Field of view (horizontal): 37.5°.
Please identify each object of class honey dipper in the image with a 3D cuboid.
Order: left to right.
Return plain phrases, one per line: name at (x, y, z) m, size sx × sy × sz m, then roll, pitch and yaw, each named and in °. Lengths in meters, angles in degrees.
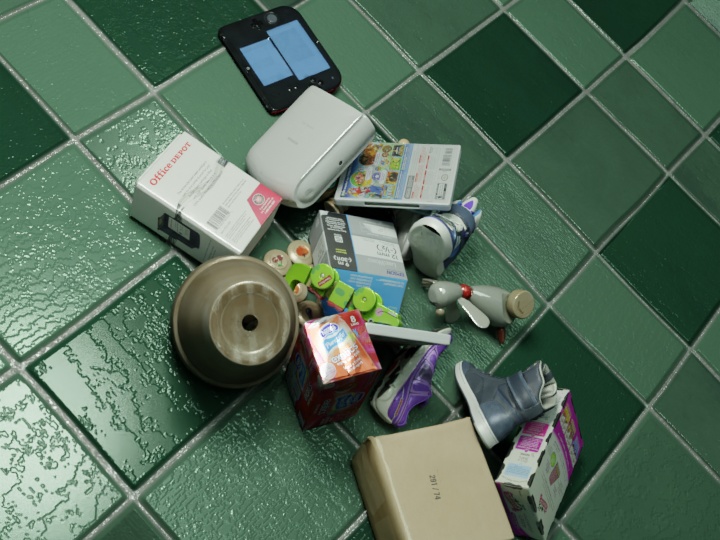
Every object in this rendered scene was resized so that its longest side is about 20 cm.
honey dipper at (0.016, -0.164, 1.844) m, size 0.038 × 0.038 × 0.200 m, roll 44°, pitch 66°, yaw 6°

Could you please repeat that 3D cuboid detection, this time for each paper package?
paper package at (0.107, 0.343, 1.603) m, size 0.187 × 0.104 × 0.203 m, roll -7°, pitch 64°, yaw -27°

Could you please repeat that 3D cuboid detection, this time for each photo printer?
photo printer at (-0.092, -0.202, 1.778) m, size 0.200 × 0.070 × 0.166 m, roll -47°, pitch 47°, yaw -8°

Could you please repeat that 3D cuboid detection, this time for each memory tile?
memory tile at (-0.129, 0.038, 1.725) m, size 0.198 × 0.017 × 0.155 m, roll -23°, pitch 73°, yaw -33°

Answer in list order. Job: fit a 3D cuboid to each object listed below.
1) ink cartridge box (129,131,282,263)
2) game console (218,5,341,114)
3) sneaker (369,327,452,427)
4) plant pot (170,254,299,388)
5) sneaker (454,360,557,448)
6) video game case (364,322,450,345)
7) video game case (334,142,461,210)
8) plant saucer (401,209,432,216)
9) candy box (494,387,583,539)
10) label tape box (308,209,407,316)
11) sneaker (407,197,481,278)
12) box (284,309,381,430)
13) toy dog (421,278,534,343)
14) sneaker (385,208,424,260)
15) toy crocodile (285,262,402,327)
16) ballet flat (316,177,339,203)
ink cartridge box at (-0.249, -0.105, 1.702) m, size 0.198 × 0.085 × 0.146 m, roll 33°, pitch 51°, yaw 1°
game console at (-0.145, -0.393, 1.960) m, size 0.175 × 0.031 × 0.202 m, roll -25°, pitch 74°, yaw -34°
sneaker at (0.091, 0.173, 1.726) m, size 0.084 × 0.080 × 0.200 m, roll 48°, pitch 59°, yaw -13°
plant pot at (-0.172, 0.074, 1.542) m, size 0.196 × 0.173 × 0.204 m, roll 1°, pitch 87°, yaw -15°
sneaker at (0.234, 0.183, 1.695) m, size 0.077 × 0.145 × 0.203 m, roll 53°, pitch 8°, yaw -28°
video game case at (0.038, 0.101, 1.659) m, size 0.140 × 0.200 × 0.018 m, roll 9°, pitch 83°, yaw -19°
video game case at (0.065, -0.162, 1.797) m, size 0.196 × 0.018 × 0.145 m, roll 4°, pitch 50°, yaw 13°
plant saucer at (0.041, -0.143, 1.855) m, size 0.197 × 0.019 × 0.071 m, roll 15°, pitch 61°, yaw 17°
candy box at (0.288, 0.305, 1.689) m, size 0.060 × 0.138 × 0.201 m, roll 5°, pitch 44°, yaw 31°
label tape box at (0.000, 0.000, 1.746) m, size 0.141 × 0.067 × 0.202 m, roll 10°, pitch 42°, yaw -22°
sneaker at (0.150, -0.083, 1.800) m, size 0.080 × 0.201 × 0.147 m, roll 32°, pitch 72°, yaw 14°
box at (-0.045, 0.151, 1.578) m, size 0.094 × 0.201 × 0.101 m, roll -13°, pitch 66°, yaw -19°
toy dog at (0.197, 0.073, 1.809) m, size 0.196 × 0.132 × 0.098 m, roll 6°, pitch 91°, yaw -13°
sneaker at (0.073, -0.107, 1.884) m, size 0.080 × 0.075 × 0.203 m, roll 2°, pitch 58°, yaw 9°
toy crocodile at (-0.025, 0.042, 1.637) m, size 0.198 × 0.068 × 0.063 m, roll 29°, pitch 88°, yaw 9°
ballet flat at (-0.058, -0.200, 1.861) m, size 0.067 × 0.073 × 0.203 m, roll 17°, pitch 55°, yaw -13°
